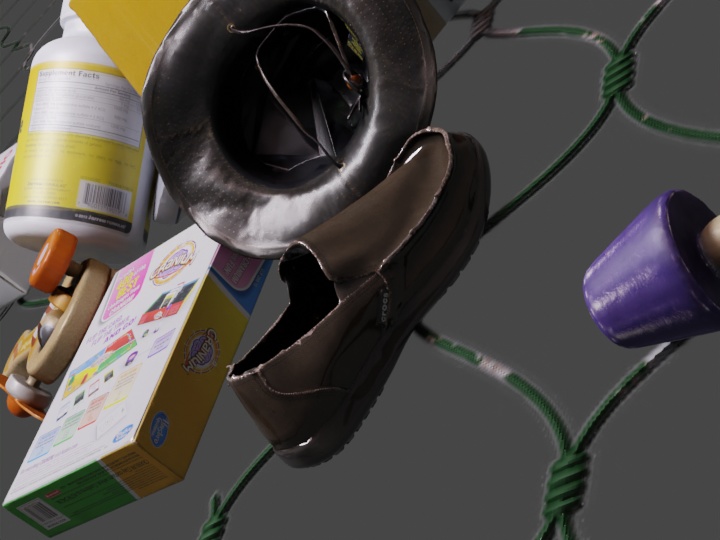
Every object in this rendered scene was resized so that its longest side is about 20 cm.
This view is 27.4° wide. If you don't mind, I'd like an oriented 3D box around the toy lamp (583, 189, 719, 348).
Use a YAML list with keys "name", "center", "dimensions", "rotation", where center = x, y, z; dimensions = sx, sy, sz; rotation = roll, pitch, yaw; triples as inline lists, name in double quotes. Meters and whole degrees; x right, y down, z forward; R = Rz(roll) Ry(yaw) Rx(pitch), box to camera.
- name: "toy lamp"
  center: [0.164, -0.030, 0.516]
  dimensions: [0.200, 0.058, 0.058]
  rotation: [-35, 27, 33]

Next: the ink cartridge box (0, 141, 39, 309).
- name: "ink cartridge box"
  center: [-0.368, -0.024, 1.428]
  dimensions: [0.199, 0.086, 0.148]
  rotation: [-22, 35, 45]

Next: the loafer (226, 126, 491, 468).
- name: "loafer"
  center: [0.000, 0.000, 0.747]
  dimensions: [0.073, 0.071, 0.201]
  rotation: [-10, 46, 56]

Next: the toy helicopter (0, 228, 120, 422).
- name: "toy helicopter"
  center: [-0.235, 0.061, 1.109]
  dimensions: [0.200, 0.079, 0.133]
  rotation: [-30, 37, 60]

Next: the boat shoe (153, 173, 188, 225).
- name: "boat shoe"
  center: [-0.102, -0.122, 1.117]
  dimensions: [0.074, 0.065, 0.201]
  rotation: [-114, 44, -70]

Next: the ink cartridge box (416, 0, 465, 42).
- name: "ink cartridge box"
  center: [0.044, -0.272, 0.944]
  dimensions: [0.200, 0.165, 0.075]
  rotation: [-52, 46, -3]

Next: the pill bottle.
- name: "pill bottle"
  center: [-0.209, -0.113, 1.158]
  dimensions: [0.112, 0.111, 0.202]
  rotation: [-9, 70, 57]

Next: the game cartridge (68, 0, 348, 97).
- name: "game cartridge"
  center: [-0.105, -0.178, 1.022]
  dimensions: [0.032, 0.200, 0.176]
  rotation: [-29, -13, -50]

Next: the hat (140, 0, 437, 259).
- name: "hat"
  center: [-0.035, -0.107, 0.925]
  dimensions: [0.200, 0.201, 0.081]
  rotation: [-42, -13, 17]

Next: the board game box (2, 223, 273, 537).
- name: "board game box"
  center: [-0.136, 0.060, 0.942]
  dimensions: [0.153, 0.040, 0.201]
  rotation: [-27, 32, 43]
